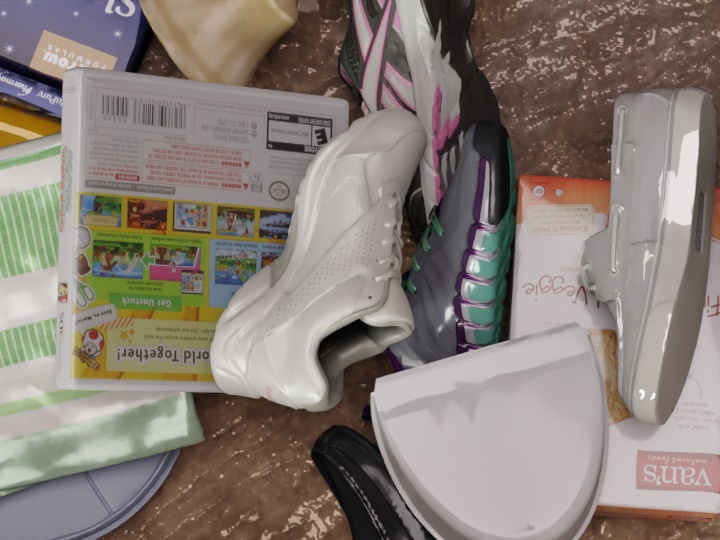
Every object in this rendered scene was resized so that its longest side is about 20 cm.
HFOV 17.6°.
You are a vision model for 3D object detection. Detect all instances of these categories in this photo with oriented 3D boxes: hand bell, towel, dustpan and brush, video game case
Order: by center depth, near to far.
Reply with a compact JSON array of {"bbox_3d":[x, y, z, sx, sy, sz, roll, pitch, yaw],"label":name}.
[{"bbox_3d":[0.094,0.147,1.355,0.138,0.057,0.202,-15,77,-6],"label":"dustpan and brush"},{"bbox_3d":[-0.191,0.025,1.381,0.151,0.023,0.202,-15,95,2],"label":"towel"},{"bbox_3d":[-0.091,-0.019,1.382,0.199,0.023,0.184,4,86,-39],"label":"video game case"},{"bbox_3d":[-0.029,-0.195,1.415,0.199,0.104,0.105,-36,80,14],"label":"hand bell"}]

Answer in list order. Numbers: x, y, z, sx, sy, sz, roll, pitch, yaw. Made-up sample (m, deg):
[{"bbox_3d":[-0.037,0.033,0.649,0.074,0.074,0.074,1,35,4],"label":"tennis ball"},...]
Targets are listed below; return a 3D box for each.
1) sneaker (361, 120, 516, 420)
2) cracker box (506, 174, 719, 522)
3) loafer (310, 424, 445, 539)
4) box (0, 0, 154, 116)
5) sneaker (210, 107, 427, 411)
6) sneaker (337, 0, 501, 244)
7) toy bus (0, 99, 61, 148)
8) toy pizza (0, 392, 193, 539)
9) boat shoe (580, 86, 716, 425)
[{"bbox_3d":[0.043,0.007,1.390,0.087,0.074,0.202,7,107,10],"label":"sneaker"},{"bbox_3d":[0.155,0.048,1.419,0.133,0.058,0.202,3,79,2],"label":"cracker box"},{"bbox_3d":[0.026,0.185,1.387,0.070,0.068,0.201,-33,84,-14],"label":"loafer"},{"bbox_3d":[-0.183,-0.184,1.484,0.120,0.032,0.201,20,80,4],"label":"box"},{"bbox_3d":[0.000,0.000,1.363,0.099,0.078,0.201,22,76,26],"label":"sneaker"},{"bbox_3d":[0.031,-0.114,1.453,0.086,0.080,0.202,-6,89,37],"label":"sneaker"},{"bbox_3d":[-0.165,-0.054,1.426,0.198,0.078,0.066,18,94,4],"label":"toy bus"},{"bbox_3d":[-0.201,0.075,1.432,0.198,0.032,0.202,0,77,1],"label":"toy pizza"},{"bbox_3d":[0.165,-0.011,1.371,0.068,0.072,0.202,4,84,23],"label":"boat shoe"}]
